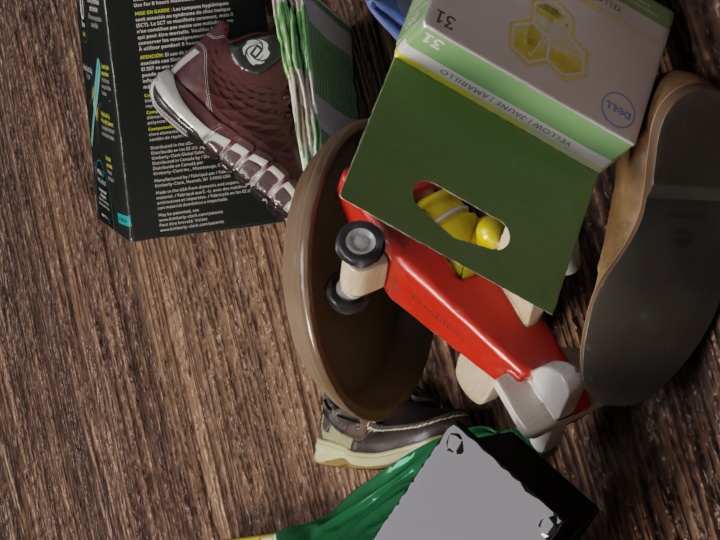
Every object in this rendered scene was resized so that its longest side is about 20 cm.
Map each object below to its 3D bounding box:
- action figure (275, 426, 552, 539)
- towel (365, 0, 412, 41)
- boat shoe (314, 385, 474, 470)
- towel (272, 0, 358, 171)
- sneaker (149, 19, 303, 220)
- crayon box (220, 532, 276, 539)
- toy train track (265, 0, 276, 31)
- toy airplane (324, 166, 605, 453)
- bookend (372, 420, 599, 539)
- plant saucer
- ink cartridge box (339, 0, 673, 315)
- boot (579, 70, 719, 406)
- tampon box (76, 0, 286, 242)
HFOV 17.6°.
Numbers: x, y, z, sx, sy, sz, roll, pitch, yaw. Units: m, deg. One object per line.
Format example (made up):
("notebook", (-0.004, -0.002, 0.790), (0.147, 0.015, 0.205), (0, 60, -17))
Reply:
("action figure", (0.037, 0.157, 1.514), (0.055, 0.200, 0.118), (54, -171, -26))
("towel", (0.050, -0.178, 1.421), (0.024, 0.147, 0.200), (-31, 34, 24))
("boat shoe", (0.016, 0.105, 1.633), (0.200, 0.073, 0.065), (-11, 88, 62))
("towel", (-0.017, -0.097, 1.640), (0.153, 0.023, 0.201), (30, -133, -72))
("sneaker", (-0.048, -0.107, 1.702), (0.116, 0.200, 0.076), (-50, 8, -6))
("crayon box", (-0.064, 0.268, 1.824), (0.200, 0.051, 0.128), (-17, 78, 61))
("toy train track", (-0.044, -0.232, 1.753), (0.200, 0.032, 0.115), (-40, 58, 55))
("toy airplane", (0.091, 0.012, 1.445), (0.200, 0.141, 0.199), (7, 135, 51))
("bookend", (0.082, 0.190, 1.426), (0.092, 0.200, 0.199), (41, 110, 23))
("plant saucer", (0.000, 0.000, 1.542), (0.029, 0.200, 0.201), (-1, 92, 27))
("ink cartridge box", (0.085, -0.096, 1.305), (0.048, 0.145, 0.201), (-43, 22, 54))
("boot", (0.171, -0.020, 1.354), (0.075, 0.073, 0.201), (-123, 44, -66))
("tampon box", (-0.141, -0.136, 1.798), (0.150, 0.126, 0.201), (-150, 54, -72))
